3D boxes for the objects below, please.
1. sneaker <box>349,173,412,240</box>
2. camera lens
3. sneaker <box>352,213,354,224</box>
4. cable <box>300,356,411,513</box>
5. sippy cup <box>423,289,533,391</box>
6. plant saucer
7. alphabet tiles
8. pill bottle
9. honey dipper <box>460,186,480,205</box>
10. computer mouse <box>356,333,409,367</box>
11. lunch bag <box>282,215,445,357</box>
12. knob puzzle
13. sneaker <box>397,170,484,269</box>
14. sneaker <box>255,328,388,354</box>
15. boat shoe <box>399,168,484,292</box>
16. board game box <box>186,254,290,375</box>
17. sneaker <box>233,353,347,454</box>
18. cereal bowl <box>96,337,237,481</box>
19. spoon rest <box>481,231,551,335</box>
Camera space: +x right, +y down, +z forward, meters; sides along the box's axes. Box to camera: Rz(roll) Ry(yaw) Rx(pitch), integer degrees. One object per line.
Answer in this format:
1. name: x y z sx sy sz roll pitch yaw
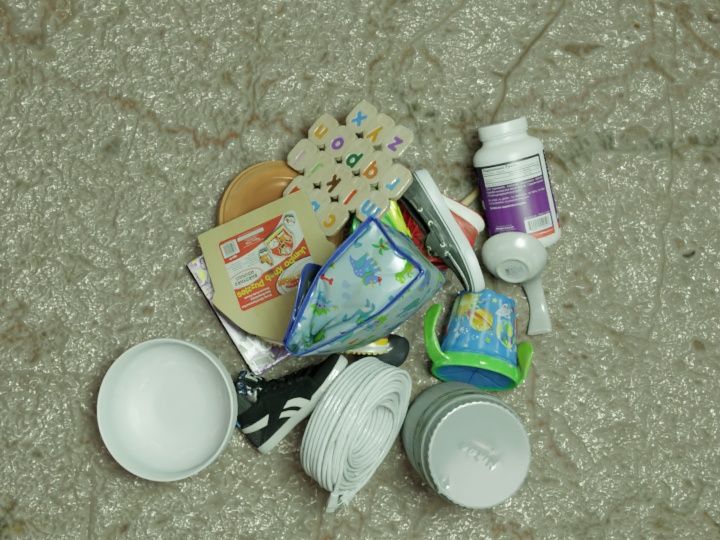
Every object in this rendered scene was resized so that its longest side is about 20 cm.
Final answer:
1. sneaker: 0.030 -0.049 1.232 0.083 0.074 0.202 -22 73 9
2. camera lens: 0.149 0.248 1.211 0.158 0.200 0.162 0 88 -6
3. sneaker: 0.000 0.000 1.290 0.090 0.076 0.202 -7 83 -7
4. cable: -0.003 0.222 1.204 0.069 0.201 0.200 25 39 28
5. sippy cup: 0.183 0.103 1.284 0.138 0.178 0.132 2 68 23
6. plant saucer: -0.117 -0.076 1.279 0.198 0.037 0.202 5 76 -19
7. alphabet tiles: -0.019 -0.150 1.232 0.200 0.015 0.196 39 88 31
8. pill bottle: 0.241 -0.132 1.309 0.111 0.112 0.202 -16 99 -12
9. honey dipper: 0.161 -0.099 1.351 0.200 0.038 0.038 -40 91 -15
10. computer mouse: -0.010 0.156 1.274 0.199 0.034 0.059 -28 128 -12
11. lunch bag: -0.002 0.037 1.107 0.200 0.170 0.127 -47 74 9
12. knob puzzle: -0.121 0.009 1.207 0.217 0.030 0.222 -1 83 11
13. sneaker: 0.081 -0.073 1.276 0.199 0.078 0.116 26 70 7
14. sneaker: -0.055 0.075 1.237 0.198 0.075 0.091 5 85 -8
15. boat shoe: 0.114 -0.051 1.222 0.056 0.069 0.201 -27 82 -5
16. board game box: -0.163 0.047 1.277 0.120 0.032 0.201 -32 89 -17
17. sneaker: -0.118 0.169 1.208 0.112 0.073 0.200 42 108 -5
18. cereal bowl: -0.267 0.196 1.197 0.198 0.083 0.202 -1 85 8
19. spoon rest: 0.252 0.013 1.301 0.098 0.201 0.061 -9 40 24
